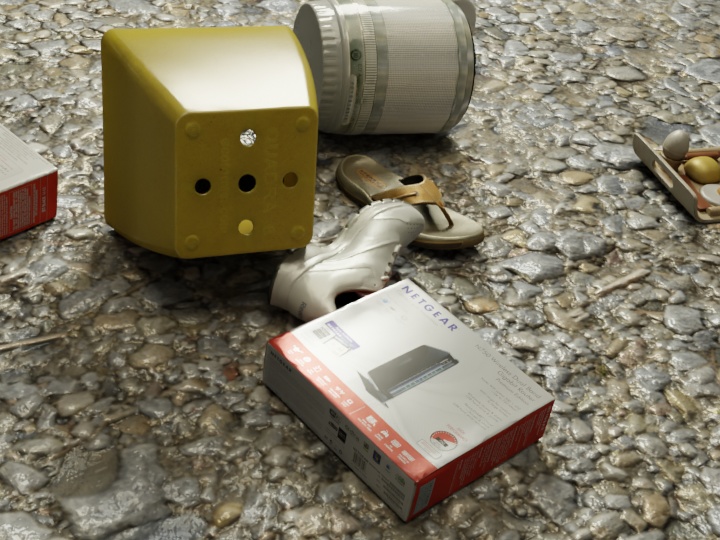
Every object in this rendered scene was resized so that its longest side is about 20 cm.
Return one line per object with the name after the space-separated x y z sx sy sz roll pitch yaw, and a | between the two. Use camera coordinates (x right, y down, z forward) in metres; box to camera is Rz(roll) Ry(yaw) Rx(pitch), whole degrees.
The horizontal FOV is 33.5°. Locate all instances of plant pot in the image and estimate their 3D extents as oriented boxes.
-0.134 -0.112 1.145 0.196 0.204 0.176 -5 25 -21 | plant pot

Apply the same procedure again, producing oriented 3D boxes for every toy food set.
0.450 -0.130 1.475 0.197 0.061 0.144 -6 40 -22 | toy food set

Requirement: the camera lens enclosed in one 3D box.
0.029 -0.244 1.427 0.196 0.162 0.161 -3 39 -19 | camera lens

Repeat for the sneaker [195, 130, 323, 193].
-0.135 -0.128 1.320 0.196 0.061 0.105 7 37 -15 | sneaker

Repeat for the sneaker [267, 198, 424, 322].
0.000 0.000 1.185 0.087 0.075 0.199 37 52 23 | sneaker

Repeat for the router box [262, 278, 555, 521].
0.041 0.106 1.064 0.178 0.049 0.199 -23 48 -37 | router box

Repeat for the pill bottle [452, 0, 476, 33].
0.054 -0.362 1.631 0.110 0.112 0.199 -23 48 -37 | pill bottle

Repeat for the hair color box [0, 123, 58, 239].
-0.407 -0.069 1.163 0.110 0.065 0.199 35 41 27 | hair color box

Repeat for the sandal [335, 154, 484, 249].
0.050 -0.083 1.310 0.080 0.055 0.199 -25 50 -39 | sandal
